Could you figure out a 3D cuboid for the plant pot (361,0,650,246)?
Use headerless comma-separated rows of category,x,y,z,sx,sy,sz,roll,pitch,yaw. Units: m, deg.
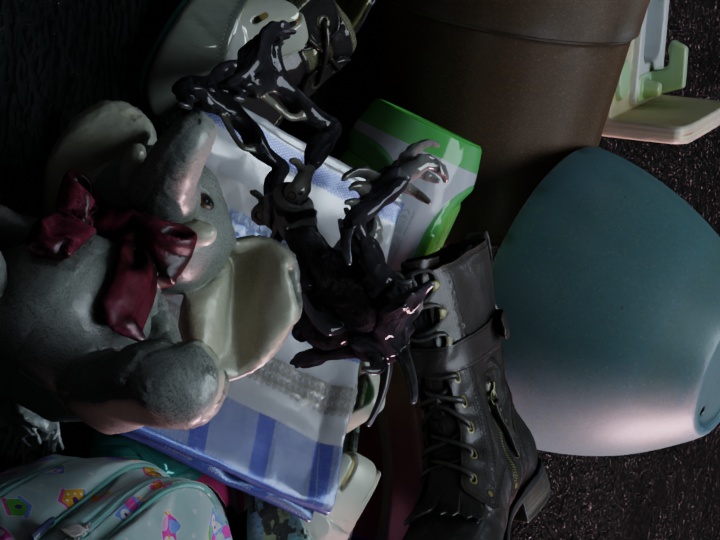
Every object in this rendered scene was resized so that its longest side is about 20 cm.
plant pot,0.083,-0.126,1.307,0.200,0.200,0.199,-27,132,-63

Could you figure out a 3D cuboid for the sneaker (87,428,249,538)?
sneaker,-0.090,0.139,1.104,0.200,0.084,0.121,32,64,-57

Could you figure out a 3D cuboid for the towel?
towel,-0.052,0.017,1.049,0.147,0.024,0.200,29,61,-28

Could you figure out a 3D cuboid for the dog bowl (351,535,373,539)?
dog bowl,-0.019,0.255,1.163,0.200,0.079,0.200,9,90,-66

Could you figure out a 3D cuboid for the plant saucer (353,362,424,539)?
plant saucer,0.016,0.130,1.287,0.200,0.051,0.201,-179,-90,-71

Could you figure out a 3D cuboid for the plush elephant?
plush elephant,-0.110,-0.008,0.918,0.155,0.165,0.200,-54,177,-24

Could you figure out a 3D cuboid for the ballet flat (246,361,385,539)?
ballet flat,-0.019,0.093,1.097,0.074,0.074,0.200,54,35,-59

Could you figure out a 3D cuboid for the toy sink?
toy sink,0.161,-0.166,1.441,0.130,0.200,0.112,-28,124,-62

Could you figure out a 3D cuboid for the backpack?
backpack,-0.146,0.169,0.926,0.200,0.126,0.167,-38,132,-57

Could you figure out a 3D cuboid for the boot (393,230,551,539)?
boot,0.045,0.078,1.118,0.200,0.069,0.174,-42,122,-61

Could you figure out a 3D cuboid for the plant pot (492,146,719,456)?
plant pot,0.174,0.037,1.260,0.200,0.135,0.200,-42,144,-40

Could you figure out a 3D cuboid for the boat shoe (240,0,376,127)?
boat shoe,-0.033,-0.144,1.160,0.073,0.065,0.200,72,35,-50

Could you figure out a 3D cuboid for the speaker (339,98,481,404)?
speaker,0.000,0.000,1.211,0.200,0.088,0.088,-65,158,6

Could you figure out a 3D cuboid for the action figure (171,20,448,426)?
action figure,-0.009,-0.028,1.005,0.102,0.119,0.200,-27,88,-39

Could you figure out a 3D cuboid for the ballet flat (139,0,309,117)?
ballet flat,-0.045,-0.154,1.090,0.200,0.064,0.067,-55,158,-29
